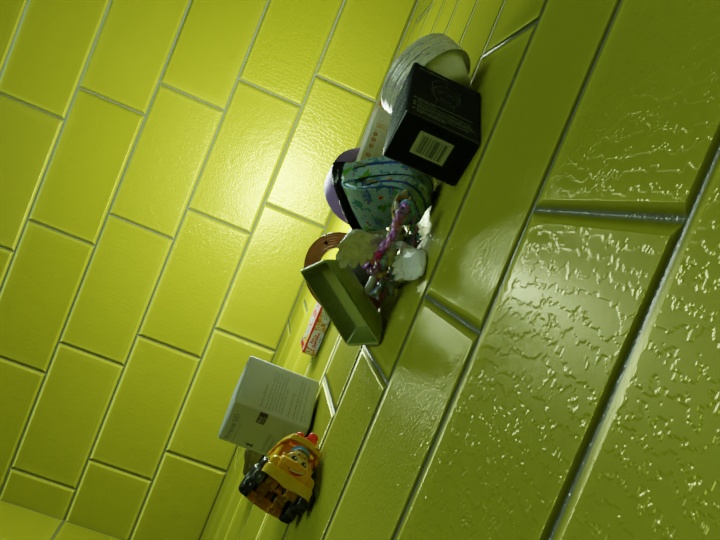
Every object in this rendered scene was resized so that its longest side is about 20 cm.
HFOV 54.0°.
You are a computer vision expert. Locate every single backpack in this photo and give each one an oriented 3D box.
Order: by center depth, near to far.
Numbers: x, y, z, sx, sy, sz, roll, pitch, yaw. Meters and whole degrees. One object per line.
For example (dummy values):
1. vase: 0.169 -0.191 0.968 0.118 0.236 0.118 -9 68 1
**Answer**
1. backpack: 0.054 -0.160 1.457 0.154 0.199 0.164 -90 -17 -51

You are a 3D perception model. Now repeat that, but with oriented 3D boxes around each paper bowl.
1. paper bowl: 0.149 -0.383 1.483 0.200 0.104 0.201 -33 -24 -17

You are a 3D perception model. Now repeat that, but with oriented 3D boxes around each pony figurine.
1. pony figurine: 0.051 -0.034 1.351 0.200 0.166 0.193 98 -167 -51

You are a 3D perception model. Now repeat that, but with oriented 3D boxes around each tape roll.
1. tape roll: 0.016 -0.196 1.698 0.066 0.199 0.201 124 165 -53

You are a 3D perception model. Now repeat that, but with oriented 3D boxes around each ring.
1. ring: -0.032 0.010 1.541 0.201 0.200 0.019 -63 -12 29

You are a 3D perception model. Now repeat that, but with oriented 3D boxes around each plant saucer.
1. plant saucer: -0.031 0.062 1.478 0.048 0.200 0.200 -34 5 -20

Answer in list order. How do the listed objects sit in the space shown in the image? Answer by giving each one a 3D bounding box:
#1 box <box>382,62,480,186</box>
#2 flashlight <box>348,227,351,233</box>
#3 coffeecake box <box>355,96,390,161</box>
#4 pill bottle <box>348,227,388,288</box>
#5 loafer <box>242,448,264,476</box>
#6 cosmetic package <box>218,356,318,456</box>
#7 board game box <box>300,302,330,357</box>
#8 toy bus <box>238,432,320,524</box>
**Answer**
1. box: 0.138 -0.279 1.334 0.200 0.148 0.107 -78 13 -48
2. flashlight: -0.028 -0.025 1.989 0.068 0.067 0.201 118 172 -61
3. coffeecake box: 0.082 -0.287 1.671 0.073 0.153 0.201 132 158 -65
4. pill bottle: 0.000 0.000 1.598 0.111 0.110 0.201 -84 14 -61
5. loafer: -0.351 0.638 2.357 0.200 0.067 0.076 98 -171 -52
6. cosmetic package: -0.238 0.361 1.837 0.165 0.199 0.165 -79 13 -51
7. board game box: -0.128 0.157 2.219 0.151 0.046 0.201 -140 72 -81
8. toy bus: -0.146 0.418 1.508 0.192 0.136 0.200 -55 2 -36
